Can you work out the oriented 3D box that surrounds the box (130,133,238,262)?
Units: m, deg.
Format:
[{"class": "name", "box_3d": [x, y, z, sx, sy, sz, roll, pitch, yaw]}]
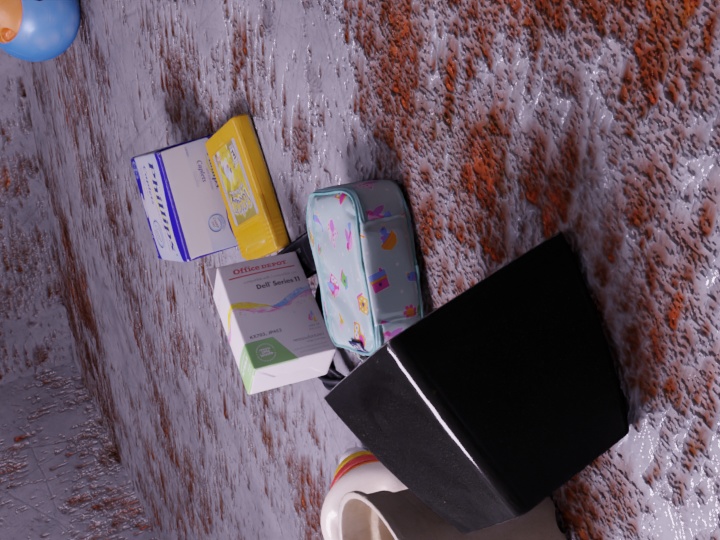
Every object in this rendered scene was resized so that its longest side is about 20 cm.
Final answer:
[{"class": "box", "box_3d": [-0.292, -0.119, 1.786, 0.199, 0.104, 0.186, 4, 110, 65]}]

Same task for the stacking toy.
[{"class": "stacking toy", "box_3d": [0.011, 0.285, 1.410, 0.200, 0.144, 0.148, -118, 16, -73]}]

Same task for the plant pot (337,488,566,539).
[{"class": "plant pot", "box_3d": [0.102, 0.288, 1.086, 0.201, 0.182, 0.202, 47, 147, 45]}]

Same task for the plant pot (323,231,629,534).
[{"class": "plant pot", "box_3d": [0.116, 0.114, 0.946, 0.178, 0.198, 0.200, 56, 154, 8]}]

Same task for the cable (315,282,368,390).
[{"class": "cable", "box_3d": [-0.019, 0.088, 1.401, 0.201, 0.050, 0.164, 110, 144, -52]}]

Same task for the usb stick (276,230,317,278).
[{"class": "usb stick", "box_3d": [-0.074, -0.019, 1.457, 0.056, 0.032, 0.200, 65, 156, 1]}]

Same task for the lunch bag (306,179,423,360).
[{"class": "lunch bag", "box_3d": [0.000, 0.000, 1.231, 0.160, 0.076, 0.203, 6, 105, 63]}]

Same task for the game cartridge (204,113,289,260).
[{"class": "game cartridge", "box_3d": [-0.174, -0.118, 1.612, 0.176, 0.032, 0.202, -18, 89, 67]}]

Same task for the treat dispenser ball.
[{"class": "treat dispenser ball", "box_3d": [-0.697, -0.547, 2.274, 0.201, 0.199, 0.203, 46, 146, 45]}]

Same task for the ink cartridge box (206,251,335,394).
[{"class": "ink cartridge box", "box_3d": [-0.123, 0.050, 1.414, 0.068, 0.116, 0.201, 108, 144, -53]}]
